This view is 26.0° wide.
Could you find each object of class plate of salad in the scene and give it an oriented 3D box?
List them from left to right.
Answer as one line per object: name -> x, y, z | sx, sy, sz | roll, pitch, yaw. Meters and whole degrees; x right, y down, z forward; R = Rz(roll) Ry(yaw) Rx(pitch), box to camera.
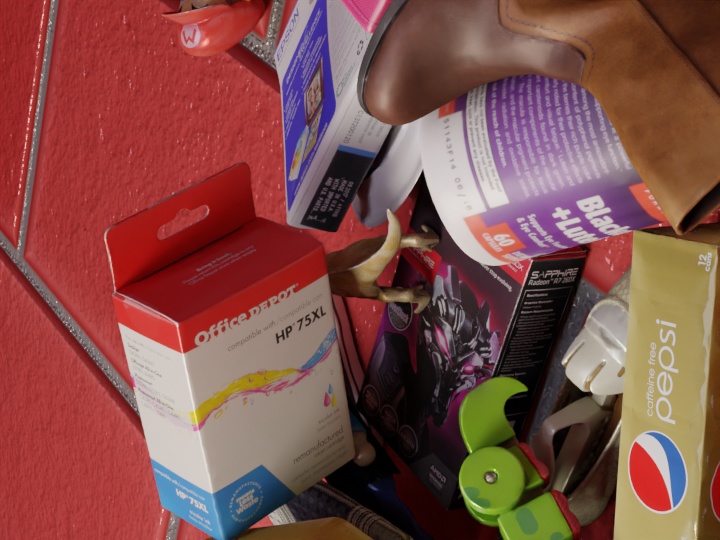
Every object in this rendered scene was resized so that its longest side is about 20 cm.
plate of salad -> 0.038, -0.124, 1.047 | 0.200, 0.048, 0.201 | -167, 90, -72

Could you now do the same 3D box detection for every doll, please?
doll -> -0.005, 0.132, 1.079 | 0.200, 0.048, 0.136 | 55, 163, -6

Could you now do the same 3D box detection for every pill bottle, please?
pill bottle -> 0.141, -0.078, 0.835 | 0.199, 0.111, 0.112 | -16, 81, 31

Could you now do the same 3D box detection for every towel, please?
towel -> 0.010, 0.219, 1.098 | 0.192, 0.035, 0.200 | 20, 143, 50

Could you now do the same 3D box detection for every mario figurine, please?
mario figurine -> -0.125, -0.269, 1.223 | 0.123, 0.105, 0.201 | 172, 101, -89

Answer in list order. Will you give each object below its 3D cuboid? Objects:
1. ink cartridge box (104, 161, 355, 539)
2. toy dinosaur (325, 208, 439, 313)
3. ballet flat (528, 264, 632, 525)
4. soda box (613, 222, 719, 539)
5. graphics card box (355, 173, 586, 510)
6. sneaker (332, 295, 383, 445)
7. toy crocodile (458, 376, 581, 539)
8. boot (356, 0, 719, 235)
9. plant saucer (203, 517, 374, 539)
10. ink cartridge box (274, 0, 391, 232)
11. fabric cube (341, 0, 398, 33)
ink cartridge box -> -0.077, 0.049, 0.951 | 0.067, 0.116, 0.201 | 22, 131, 42
toy dinosaur -> 0.000, 0.000, 1.004 | 0.200, 0.101, 0.058 | -11, 83, 58
ballet flat -> 0.143, 0.078, 0.932 | 0.067, 0.062, 0.201 | 44, 128, 43
soda box -> 0.189, 0.076, 0.861 | 0.064, 0.068, 0.201 | 15, 106, 54
graphics card box -> 0.068, 0.043, 1.044 | 0.125, 0.051, 0.201 | 45, 130, 43
sneaker -> -0.052, 0.061, 1.195 | 0.078, 0.079, 0.201 | -52, 52, 45
toy crocodile -> 0.105, 0.157, 0.903 | 0.068, 0.062, 0.201 | 69, 176, -71
boot -> 0.109, -0.086, 0.757 | 0.188, 0.069, 0.200 | -33, 54, 3
plant saucer -> -0.007, 0.213, 0.969 | 0.200, 0.200, 0.049 | -19, 38, 55
ink cartridge box -> -0.005, -0.162, 1.055 | 0.200, 0.043, 0.198 | -98, 28, -46
fabric cube -> 0.076, -0.264, 0.863 | 0.196, 0.199, 0.200 | 57, 135, 36
